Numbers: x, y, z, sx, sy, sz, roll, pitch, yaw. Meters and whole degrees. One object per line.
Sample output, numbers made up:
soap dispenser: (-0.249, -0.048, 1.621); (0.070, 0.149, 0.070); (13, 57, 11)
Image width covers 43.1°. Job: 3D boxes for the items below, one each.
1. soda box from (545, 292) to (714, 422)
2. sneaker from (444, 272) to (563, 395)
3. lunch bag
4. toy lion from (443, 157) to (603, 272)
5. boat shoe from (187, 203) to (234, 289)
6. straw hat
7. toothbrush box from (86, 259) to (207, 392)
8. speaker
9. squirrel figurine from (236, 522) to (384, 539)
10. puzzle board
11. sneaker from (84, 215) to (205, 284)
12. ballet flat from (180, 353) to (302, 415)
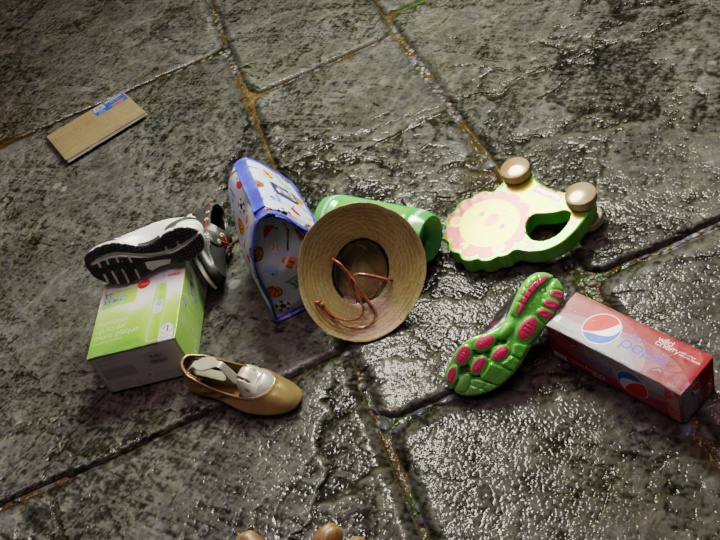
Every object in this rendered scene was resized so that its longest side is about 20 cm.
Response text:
soda box: (0.331, 0.105, 1.125); (0.070, 0.064, 0.200); (-42, 45, -20)
sneaker: (0.194, 0.091, 1.203); (0.200, 0.084, 0.077); (-44, 77, -2)
lunch bag: (-0.129, -0.058, 1.395); (0.123, 0.201, 0.170); (-25, 40, -3)
toy lion: (0.231, -0.069, 1.362); (0.200, 0.069, 0.192); (29, 69, 41)
boat shoe: (-0.248, -0.047, 1.531); (0.063, 0.074, 0.202); (-27, 37, 5)
straw hat: (0.000, 0.000, 1.348); (0.200, 0.202, 0.085); (-20, 2, 3)
toothbrush box: (-0.330, 0.076, 1.430); (0.145, 0.086, 0.201); (-13, 41, 10)
speaker: (0.025, -0.066, 1.424); (0.199, 0.089, 0.089); (13, 52, 33)
squirrel figurine: (-0.022, 0.367, 0.946); (0.141, 0.186, 0.201); (-5, 79, 42)
puzzle board: (-0.580, -0.316, 2.005); (0.200, 0.017, 0.151); (-35, 41, -14)
sneaker: (-0.339, -0.035, 1.449); (0.199, 0.074, 0.080); (-13, 25, 2)
ballet flat: (-0.177, 0.159, 1.292); (0.199, 0.063, 0.069); (6, 49, 28)
